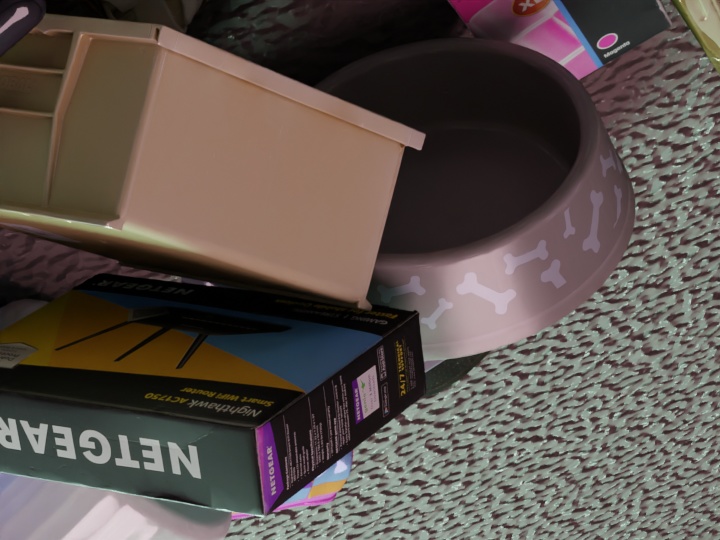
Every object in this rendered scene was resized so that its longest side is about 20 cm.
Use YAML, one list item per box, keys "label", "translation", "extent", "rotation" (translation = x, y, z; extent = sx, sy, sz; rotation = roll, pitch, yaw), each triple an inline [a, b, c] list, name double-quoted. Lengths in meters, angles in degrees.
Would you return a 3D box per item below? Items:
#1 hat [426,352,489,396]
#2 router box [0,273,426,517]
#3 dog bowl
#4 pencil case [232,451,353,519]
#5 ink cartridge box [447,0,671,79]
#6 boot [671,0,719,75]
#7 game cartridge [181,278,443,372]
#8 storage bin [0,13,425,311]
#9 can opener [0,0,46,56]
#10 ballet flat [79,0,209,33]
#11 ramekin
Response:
- label: "hat"
  translation: [0.028, 0.004, 1.672]
  extent: [0.200, 0.081, 0.201]
  rotation: [-27, 157, -12]
- label: "router box"
  translation: [-0.089, 0.057, 1.396]
  extent: [0.149, 0.200, 0.051]
  rotation: [-34, 124, -52]
- label: "dog bowl"
  translation: [0.040, -0.044, 1.473]
  extent: [0.200, 0.200, 0.059]
  rotation: [-21, 133, -8]
- label: "pencil case"
  translation: [-0.103, 0.123, 1.770]
  extent: [0.200, 0.089, 0.088]
  rotation: [-12, 149, -23]
- label: "ink cartridge box"
  translation: [0.094, -0.161, 1.511]
  extent: [0.095, 0.037, 0.200]
  rotation: [-29, 149, 9]
- label: "boot"
  translation: [0.252, -0.171, 1.581]
  extent: [0.154, 0.072, 0.200]
  rotation: [-33, 150, 9]
- label: "game cartridge"
  translation: [0.000, 0.000, 1.538]
  extent: [0.133, 0.200, 0.041]
  rotation: [-28, 119, -20]
- label: "storage bin"
  translation: [-0.113, -0.056, 1.370]
  extent: [0.198, 0.094, 0.200]
  rotation: [10, 175, 38]
- label: "can opener"
  translation: [-0.225, -0.083, 1.295]
  extent: [0.200, 0.064, 0.079]
  rotation: [-24, 153, 20]
- label: "ballet flat"
  translation: [-0.114, -0.146, 1.331]
  extent: [0.068, 0.072, 0.200]
  rotation: [-32, 151, 9]
- label: "ramekin"
  translation: [-0.164, 0.110, 1.592]
  extent: [0.098, 0.201, 0.200]
  rotation: [-42, 148, 14]
